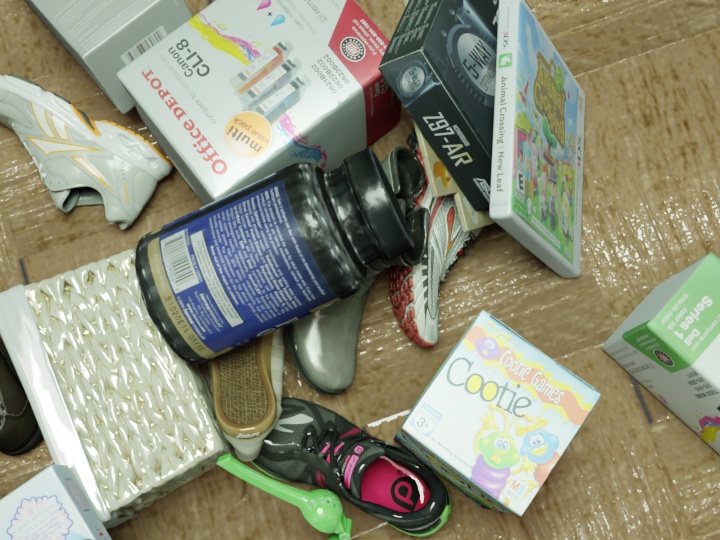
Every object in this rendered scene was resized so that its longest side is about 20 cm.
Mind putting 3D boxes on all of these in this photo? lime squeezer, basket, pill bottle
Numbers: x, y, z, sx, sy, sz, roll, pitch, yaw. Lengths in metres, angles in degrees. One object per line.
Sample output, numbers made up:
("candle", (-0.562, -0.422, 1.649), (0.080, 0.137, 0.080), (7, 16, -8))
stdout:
("lime squeezer", (-0.037, 0.220, 0.735), (0.070, 0.038, 0.201), (-28, 110, -3))
("basket", (-0.198, 0.096, 0.765), (0.123, 0.136, 0.201), (-26, 79, -8))
("pill bottle", (-0.064, -0.015, 0.715), (0.199, 0.112, 0.113), (-24, 78, 8))

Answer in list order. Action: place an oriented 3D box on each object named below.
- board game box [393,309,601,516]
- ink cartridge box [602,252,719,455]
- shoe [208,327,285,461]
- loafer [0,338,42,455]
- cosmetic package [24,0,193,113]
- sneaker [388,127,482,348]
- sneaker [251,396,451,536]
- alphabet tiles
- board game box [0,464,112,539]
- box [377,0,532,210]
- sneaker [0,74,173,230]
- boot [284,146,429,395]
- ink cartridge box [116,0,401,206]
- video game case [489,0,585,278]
("board game box", (0.097, 0.118, 0.724), (0.105, 0.200, 0.103), (35, 79, 8))
("ink cartridge box", (0.316, 0.094, 0.757), (0.200, 0.145, 0.084), (43, 81, 8))
("shoe", (-0.100, 0.070, 0.787), (0.069, 0.054, 0.201), (-6, 46, 0))
("loafer", (-0.350, 0.073, 0.802), (0.073, 0.071, 0.200), (-44, 81, -9))
("cosmetic package", (-0.242, -0.251, 0.842), (0.107, 0.090, 0.200), (-38, 59, -7))
("sneaker", (0.074, -0.031, 0.822), (0.081, 0.078, 0.202), (9, 84, -10))
("sneaker", (-0.013, 0.156, 0.772), (0.199, 0.084, 0.077), (20, 69, 5))
("alphabet tiles", (0.090, -0.137, 0.804), (0.006, 0.166, 0.202), (-14, 92, 36))
("board game box", (-0.238, 0.273, 0.623), (0.199, 0.041, 0.200), (-35, 80, -8))
("box", (0.100, -0.179, 0.786), (0.043, 0.160, 0.201), (-13, 40, 36))
("sneaker", (-0.279, -0.108, 0.844), (0.199, 0.076, 0.093), (26, 83, 7))
("boot", (0.000, 0.000, 0.783), (0.067, 0.130, 0.202), (12, 72, -41))
("ink cartridge box", (-0.083, -0.151, 0.815), (0.200, 0.145, 0.146), (-39, 80, -7))
("video game case", (0.156, -0.105, 0.783), (0.022, 0.200, 0.184), (-3, 75, 28))
